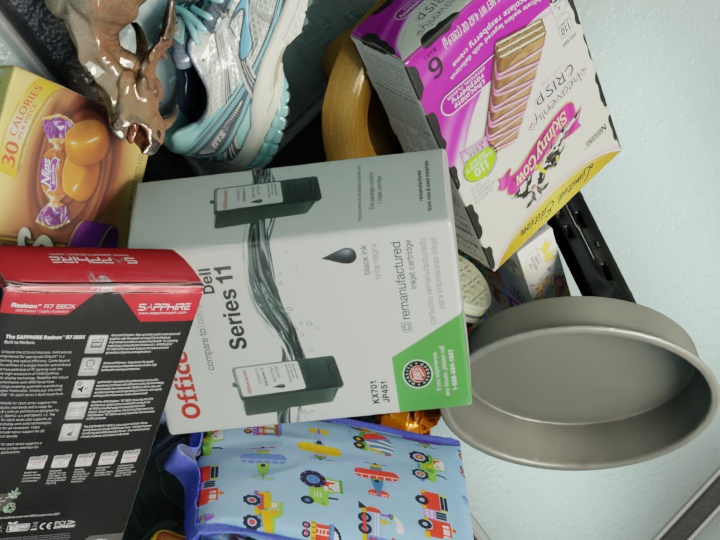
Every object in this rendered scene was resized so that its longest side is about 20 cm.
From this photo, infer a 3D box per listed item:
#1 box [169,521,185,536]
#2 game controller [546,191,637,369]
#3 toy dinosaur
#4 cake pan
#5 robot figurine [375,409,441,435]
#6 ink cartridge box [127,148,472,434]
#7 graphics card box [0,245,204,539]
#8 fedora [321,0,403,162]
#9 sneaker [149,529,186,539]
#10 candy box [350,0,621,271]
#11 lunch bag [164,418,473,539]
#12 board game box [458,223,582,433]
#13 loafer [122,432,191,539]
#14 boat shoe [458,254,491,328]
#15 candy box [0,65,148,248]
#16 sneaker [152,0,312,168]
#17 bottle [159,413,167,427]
[{"bbox_3d":[-0.115,0.199,1.233,0.198,0.101,0.114,-20,124,-28],"label":"box"},{"bbox_3d":[0.156,-0.021,1.259,0.042,0.201,0.104,-33,139,14],"label":"game controller"},{"bbox_3d":[-0.142,-0.186,1.015,0.135,0.086,0.202,20,95,-43],"label":"toy dinosaur"},{"bbox_3d":[0.154,0.081,1.202,0.198,0.037,0.201,3,146,2],"label":"cake pan"},{"bbox_3d":[0.025,0.191,1.306,0.057,0.146,0.201,9,137,6],"label":"robot figurine"},{"bbox_3d":[-0.036,0.015,1.053,0.197,0.083,0.148,-6,126,5],"label":"ink cartridge box"},{"bbox_3d":[-0.177,0.080,0.975,0.124,0.051,0.202,0,122,-35],"label":"graphics card box"},{"bbox_3d":[0.037,-0.130,1.184,0.199,0.082,0.203,-22,127,-32],"label":"fedora"},{"bbox_3d":[-0.072,0.198,1.152,0.073,0.077,0.199,-47,151,16],"label":"sneaker"},{"bbox_3d":[0.089,-0.117,1.132,0.136,0.061,0.201,-43,136,-15],"label":"candy box"},{"bbox_3d":[-0.033,0.155,1.112,0.198,0.151,0.095,23,116,-14],"label":"lunch bag"},{"bbox_3d":[0.114,0.024,1.292,0.034,0.134,0.201,-34,130,-17],"label":"board game box"},{"bbox_3d":[-0.177,0.169,1.132,0.199,0.063,0.073,-28,97,-41],"label":"loafer"},{"bbox_3d":[0.000,0.000,1.153,0.199,0.075,0.062,23,131,-33],"label":"boat shoe"},{"bbox_3d":[-0.205,-0.010,1.030,0.116,0.056,0.202,23,74,-45],"label":"candy box"},{"bbox_3d":[-0.084,-0.160,1.080,0.085,0.078,0.202,-3,113,-27],"label":"sneaker"},{"bbox_3d":[-0.089,0.076,1.209,0.199,0.065,0.084,13,112,-41],"label":"bottle"}]
